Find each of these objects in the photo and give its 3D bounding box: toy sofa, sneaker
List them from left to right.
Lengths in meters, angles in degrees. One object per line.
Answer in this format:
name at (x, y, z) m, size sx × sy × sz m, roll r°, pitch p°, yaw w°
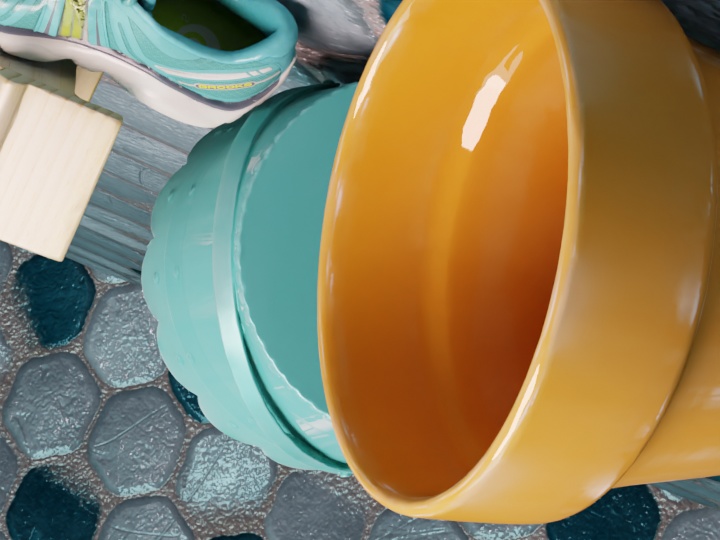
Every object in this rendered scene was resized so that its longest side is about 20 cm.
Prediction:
toy sofa at (-0.179, -0.090, 1.017) m, size 0.098 × 0.083 × 0.200 m, roll 21°, pitch -160°, yaw -15°
sneaker at (-0.121, -0.137, 0.927) m, size 0.200 × 0.078 × 0.080 m, roll 20°, pitch 155°, yaw -18°

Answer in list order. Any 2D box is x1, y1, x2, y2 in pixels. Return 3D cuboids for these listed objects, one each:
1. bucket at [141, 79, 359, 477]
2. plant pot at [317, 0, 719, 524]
bucket at (0.000, 0.000, 0.998) m, size 0.207 × 0.207 × 0.135 m, roll 25°, pitch 166°, yaw -17°
plant pot at (0.106, -0.003, 0.726) m, size 0.183 × 0.200 × 0.200 m, roll 8°, pitch 180°, yaw -23°
